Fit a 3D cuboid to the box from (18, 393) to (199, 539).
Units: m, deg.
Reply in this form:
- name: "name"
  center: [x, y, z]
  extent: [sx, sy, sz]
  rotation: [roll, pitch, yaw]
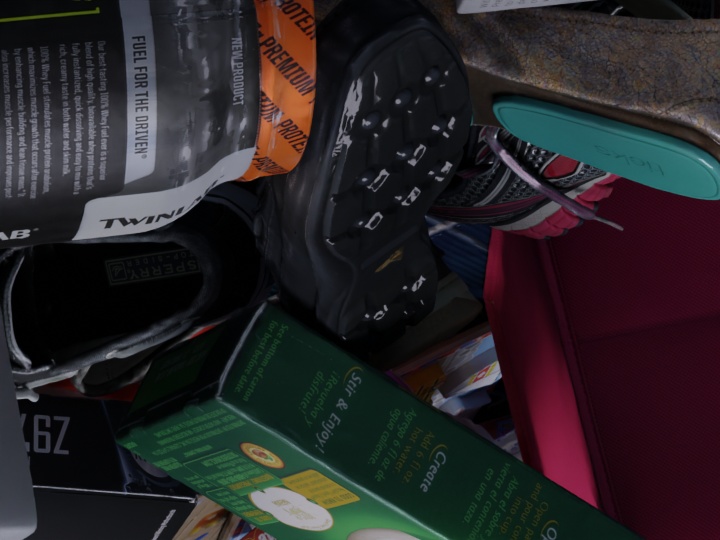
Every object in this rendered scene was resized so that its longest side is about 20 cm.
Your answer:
- name: "box"
  center: [-0.170, 0.109, 1.101]
  extent: [0.160, 0.044, 0.200]
  rotation: [6, 153, -18]

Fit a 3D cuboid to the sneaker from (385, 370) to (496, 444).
- name: "sneaker"
  center: [0.014, 0.091, 1.140]
  extent: [0.200, 0.088, 0.081]
  rotation: [29, 99, -41]

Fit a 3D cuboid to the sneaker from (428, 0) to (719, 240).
- name: "sneaker"
  center: [0.080, -0.064, 0.917]
  extent: [0.075, 0.081, 0.200]
  rotation: [4, 153, -32]

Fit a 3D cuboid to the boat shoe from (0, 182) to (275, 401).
- name: "boat shoe"
  center: [-0.128, 0.015, 0.942]
  extent: [0.199, 0.074, 0.068]
  rotation: [-7, -169, 25]

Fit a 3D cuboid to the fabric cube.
- name: "fabric cube"
  center: [0.173, 0.046, 1.078]
  extent: [0.199, 0.200, 0.196]
  rotation: [-10, 159, -6]

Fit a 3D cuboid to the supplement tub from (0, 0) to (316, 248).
- name: "supplement tub"
  center: [-0.121, -0.066, 0.736]
  extent: [0.200, 0.123, 0.123]
  rotation: [-6, 157, -16]

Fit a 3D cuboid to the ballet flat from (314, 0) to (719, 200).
- name: "ballet flat"
  center: [0.047, -0.078, 0.857]
  extent: [0.200, 0.067, 0.068]
  rotation: [17, 163, 19]

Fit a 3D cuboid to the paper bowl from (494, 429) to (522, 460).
- name: "paper bowl"
  center: [0.096, 0.152, 1.346]
  extent: [0.201, 0.104, 0.201]
  rotation: [-28, 163, -9]

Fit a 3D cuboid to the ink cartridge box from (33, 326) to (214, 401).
- name: "ink cartridge box"
  center: [-0.136, 0.073, 1.176]
  extent: [0.174, 0.044, 0.200]
  rotation: [-26, 155, 31]

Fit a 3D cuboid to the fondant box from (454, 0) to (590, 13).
- name: "fondant box"
  center: [0.132, -0.146, 0.778]
  extent: [0.200, 0.058, 0.144]
  rotation: [-8, 158, -16]

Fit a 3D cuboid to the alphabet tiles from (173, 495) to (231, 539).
- name: "alphabet tiles"
  center: [-0.051, 0.104, 1.263]
  extent: [0.200, 0.008, 0.167]
  rotation: [-19, 160, -36]

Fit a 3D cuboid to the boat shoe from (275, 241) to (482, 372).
- name: "boat shoe"
  center: [0.000, 0.000, 1.022]
  extent: [0.072, 0.065, 0.200]
  rotation: [-26, -175, -5]

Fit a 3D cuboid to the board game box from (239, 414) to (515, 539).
- name: "board game box"
  center: [0.021, 0.116, 1.320]
  extent: [0.103, 0.019, 0.200]
  rotation: [-40, 162, 35]

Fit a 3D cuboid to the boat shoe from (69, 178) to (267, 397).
- name: "boat shoe"
  center: [-0.058, -0.010, 0.987]
  extent: [0.071, 0.064, 0.200]
  rotation: [4, 153, -35]

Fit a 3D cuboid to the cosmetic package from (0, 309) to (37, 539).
- name: "cosmetic package"
  center: [-0.244, 0.050, 0.889]
  extent: [0.167, 0.166, 0.200]
  rotation: [6, 150, -40]

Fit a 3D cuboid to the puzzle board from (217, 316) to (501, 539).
- name: "puzzle board"
  center: [0.009, 0.086, 1.271]
  extent: [0.151, 0.017, 0.200]
  rotation: [-24, 163, -21]

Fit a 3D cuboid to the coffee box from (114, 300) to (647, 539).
- name: "coffee box"
  center: [0.018, 0.087, 0.920]
  extent: [0.200, 0.044, 0.123]
  rotation: [32, 159, -13]

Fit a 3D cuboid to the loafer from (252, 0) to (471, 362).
- name: "loafer"
  center: [-0.009, -0.035, 0.830]
  extent: [0.068, 0.070, 0.201]
  rotation: [-36, 160, -18]
